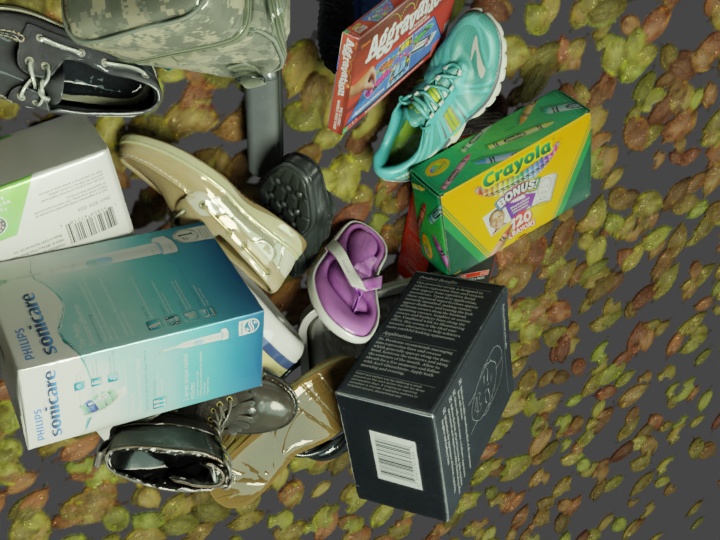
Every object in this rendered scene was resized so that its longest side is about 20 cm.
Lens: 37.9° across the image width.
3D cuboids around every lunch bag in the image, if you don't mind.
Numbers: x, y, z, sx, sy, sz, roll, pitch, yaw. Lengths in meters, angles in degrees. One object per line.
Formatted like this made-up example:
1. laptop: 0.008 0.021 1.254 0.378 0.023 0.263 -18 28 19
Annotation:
1. lunch bag: -0.122 -0.251 0.786 0.168 0.138 0.202 8 76 -65

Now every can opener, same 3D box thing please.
1. can opener: -0.107 -0.182 0.970 0.066 0.053 0.201 3 127 1

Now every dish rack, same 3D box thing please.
1. dish rack: 0.023 0.082 1.179 0.199 0.044 0.173 -14 127 -16

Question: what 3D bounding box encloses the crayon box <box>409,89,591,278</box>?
1. crayon box: 0.152 -0.092 1.113 0.199 0.058 0.119 -30 137 -17

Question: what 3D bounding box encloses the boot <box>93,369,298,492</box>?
1. boot: -0.133 0.142 0.902 0.199 0.174 0.070 6 105 -20

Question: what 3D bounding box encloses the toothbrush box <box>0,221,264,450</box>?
1. toothbrush box: -0.198 0.047 0.871 0.199 0.146 0.086 -13 129 -26

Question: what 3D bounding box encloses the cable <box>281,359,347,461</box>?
1. cable: -0.057 0.153 1.254 0.199 0.051 0.163 26 113 -39

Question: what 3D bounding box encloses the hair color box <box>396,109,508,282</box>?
1. hair color box: 0.112 -0.076 1.186 0.101 0.061 0.201 -10 126 -29

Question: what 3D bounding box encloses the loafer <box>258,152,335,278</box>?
1. loafer: -0.059 -0.063 1.039 0.071 0.068 0.201 -51 168 -23

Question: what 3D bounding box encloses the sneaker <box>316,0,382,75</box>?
1. sneaker: 0.009 -0.279 0.964 0.078 0.066 0.201 -25 134 -37

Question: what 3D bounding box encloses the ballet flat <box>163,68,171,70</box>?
1. ballet flat: -0.191 -0.250 0.846 0.073 0.068 0.200 -56 134 -14

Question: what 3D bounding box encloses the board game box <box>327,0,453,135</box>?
1. board game box: 0.035 -0.216 0.975 0.200 0.019 0.103 -47 157 -41

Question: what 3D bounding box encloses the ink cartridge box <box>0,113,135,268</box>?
1. ink cartridge box: -0.277 -0.019 0.933 0.145 0.084 0.201 -23 132 -19

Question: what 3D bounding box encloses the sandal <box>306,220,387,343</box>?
1. sandal: -0.007 -0.003 1.075 0.082 0.203 0.050 27 120 -12

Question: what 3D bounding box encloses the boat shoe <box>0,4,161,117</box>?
1. boat shoe: -0.254 -0.165 0.855 0.199 0.063 0.073 4 120 -37

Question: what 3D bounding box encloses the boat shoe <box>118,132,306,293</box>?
1. boat shoe: -0.144 -0.052 0.968 0.200 0.072 0.065 36 76 -21

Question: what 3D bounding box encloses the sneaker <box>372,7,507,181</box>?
1. sneaker: 0.078 -0.168 1.052 0.079 0.077 0.201 -18 144 -56

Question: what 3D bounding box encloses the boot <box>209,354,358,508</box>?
1. boot: -0.087 0.144 1.108 0.200 0.155 0.073 -44 111 -1

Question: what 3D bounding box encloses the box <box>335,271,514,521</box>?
1. box: 0.073 0.122 1.068 0.200 0.106 0.149 -53 143 -43

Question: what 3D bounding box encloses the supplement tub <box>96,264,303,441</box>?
1. supplement tub: -0.171 0.093 1.050 0.200 0.144 0.144 -42 136 -2
